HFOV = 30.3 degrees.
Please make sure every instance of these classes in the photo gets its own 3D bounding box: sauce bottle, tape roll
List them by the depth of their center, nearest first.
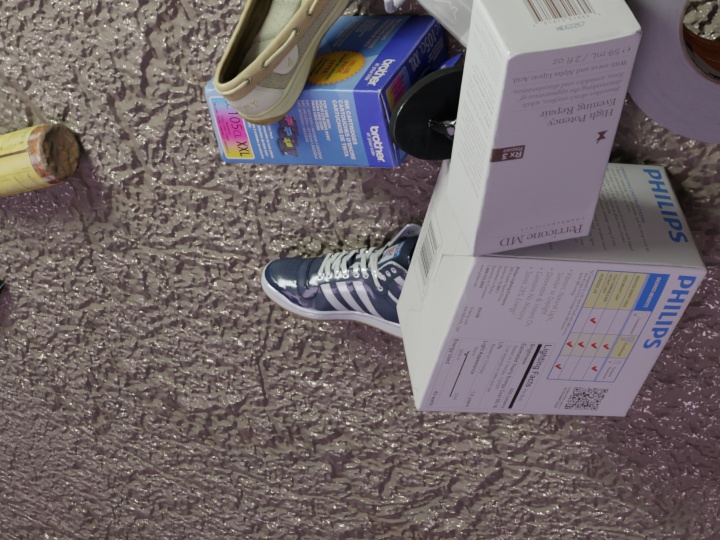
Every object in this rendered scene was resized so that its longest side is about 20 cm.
[{"bbox_3d":[0.271,-0.190,0.932,0.197,0.067,0.202,2,129,2],"label":"tape roll"},{"bbox_3d":[-0.386,-0.111,1.417,0.198,0.066,0.066,-6,125,35],"label":"sauce bottle"}]

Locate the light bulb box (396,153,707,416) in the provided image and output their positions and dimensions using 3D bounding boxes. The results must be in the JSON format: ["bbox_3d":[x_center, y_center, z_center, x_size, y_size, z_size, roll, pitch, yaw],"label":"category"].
[{"bbox_3d":[0.153,0.016,1.127,0.197,0.126,0.200,3,137,-14],"label":"light bulb box"}]

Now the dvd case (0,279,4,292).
[{"bbox_3d":[-0.530,0.032,1.649,0.150,0.025,0.200,36,136,-3],"label":"dvd case"}]

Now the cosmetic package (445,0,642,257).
[{"bbox_3d":[0.125,-0.106,0.947,0.100,0.075,0.201,-11,140,-11],"label":"cosmetic package"}]

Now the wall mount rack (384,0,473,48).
[{"bbox_3d":[0.118,-0.225,1.002,0.200,0.174,0.075,42,179,4],"label":"wall mount rack"}]

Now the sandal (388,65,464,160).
[{"bbox_3d":[0.119,-0.121,1.055,0.198,0.048,0.076,-4,116,-22],"label":"sandal"}]

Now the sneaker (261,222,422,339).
[{"bbox_3d":[0.000,0.000,1.290,0.197,0.071,0.109,15,139,8],"label":"sneaker"}]

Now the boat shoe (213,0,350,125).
[{"bbox_3d":[-0.058,-0.217,1.049,0.073,0.203,0.063,19,170,30],"label":"boat shoe"}]

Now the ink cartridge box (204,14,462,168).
[{"bbox_3d":[-0.010,-0.152,1.116,0.198,0.137,0.077,5,129,25],"label":"ink cartridge box"}]
